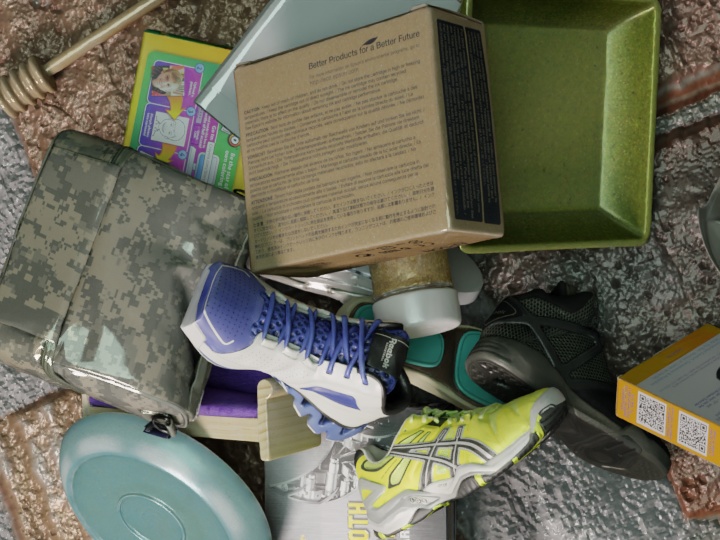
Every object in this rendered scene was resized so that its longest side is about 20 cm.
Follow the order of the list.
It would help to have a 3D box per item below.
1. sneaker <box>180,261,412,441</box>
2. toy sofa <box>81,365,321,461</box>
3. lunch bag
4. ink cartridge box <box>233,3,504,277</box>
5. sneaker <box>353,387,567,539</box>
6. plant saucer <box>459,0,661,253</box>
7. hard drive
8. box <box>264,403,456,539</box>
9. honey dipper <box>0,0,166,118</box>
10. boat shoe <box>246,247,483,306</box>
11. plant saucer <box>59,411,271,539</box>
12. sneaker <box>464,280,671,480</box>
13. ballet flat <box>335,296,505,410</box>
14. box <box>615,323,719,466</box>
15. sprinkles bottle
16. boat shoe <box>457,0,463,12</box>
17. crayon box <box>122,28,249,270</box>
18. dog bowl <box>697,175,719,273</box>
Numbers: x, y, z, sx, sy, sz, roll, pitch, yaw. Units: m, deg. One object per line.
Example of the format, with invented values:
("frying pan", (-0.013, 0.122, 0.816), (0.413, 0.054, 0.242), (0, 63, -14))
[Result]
("sneaker", (-0.028, 0.054, 1.318), (0.115, 0.199, 0.081), (-16, 47, 42))
("toy sofa", (-0.132, 0.097, 1.436), (0.198, 0.083, 0.099), (1, 94, 31))
("lunch bag", (-0.178, 0.012, 1.366), (0.166, 0.139, 0.202), (16, 76, 14))
("ink cartridge box", (0.003, -0.090, 1.307), (0.199, 0.075, 0.167), (-11, 80, 40))
("sneaker", (0.071, 0.137, 1.364), (0.199, 0.075, 0.077), (-34, 81, 26))
("plant saucer", (0.145, -0.119, 1.377), (0.048, 0.198, 0.202), (11, 101, 55))
("hard drive", (-0.024, -0.175, 1.425), (0.132, 0.026, 0.201), (38, 88, -16))
("box", (0.001, 0.210, 1.463), (0.157, 0.048, 0.202), (0, 93, 12))
("honey dipper", (-0.226, -0.200, 1.499), (0.199, 0.038, 0.038), (-33, 86, 7))
("boat shoe", (0.000, 0.000, 1.449), (0.198, 0.072, 0.066), (13, 129, -5))
("plant saucer", (-0.167, 0.199, 1.445), (0.198, 0.027, 0.201), (17, 137, 17))
("sneaker", (0.184, 0.083, 1.409), (0.199, 0.076, 0.115), (36, 62, -14))
("ballet flat", (0.065, 0.074, 1.434), (0.199, 0.069, 0.070), (25, 97, -16))
("box", (0.306, 0.110, 1.325), (0.199, 0.119, 0.042), (28, 130, 39))
("sprinkles bottle", (0.031, -0.049, 1.375), (0.068, 0.068, 0.202), (-11, 80, 11))
("boat shoe", (0.098, -0.141, 1.414), (0.074, 0.068, 0.202), (13, 98, -7))
("crayon box", (-0.138, -0.091, 1.473), (0.118, 0.058, 0.202), (13, 95, 10))
("dog bowl", (0.359, -0.038, 1.344), (0.198, 0.059, 0.202), (-6, 62, 11))
